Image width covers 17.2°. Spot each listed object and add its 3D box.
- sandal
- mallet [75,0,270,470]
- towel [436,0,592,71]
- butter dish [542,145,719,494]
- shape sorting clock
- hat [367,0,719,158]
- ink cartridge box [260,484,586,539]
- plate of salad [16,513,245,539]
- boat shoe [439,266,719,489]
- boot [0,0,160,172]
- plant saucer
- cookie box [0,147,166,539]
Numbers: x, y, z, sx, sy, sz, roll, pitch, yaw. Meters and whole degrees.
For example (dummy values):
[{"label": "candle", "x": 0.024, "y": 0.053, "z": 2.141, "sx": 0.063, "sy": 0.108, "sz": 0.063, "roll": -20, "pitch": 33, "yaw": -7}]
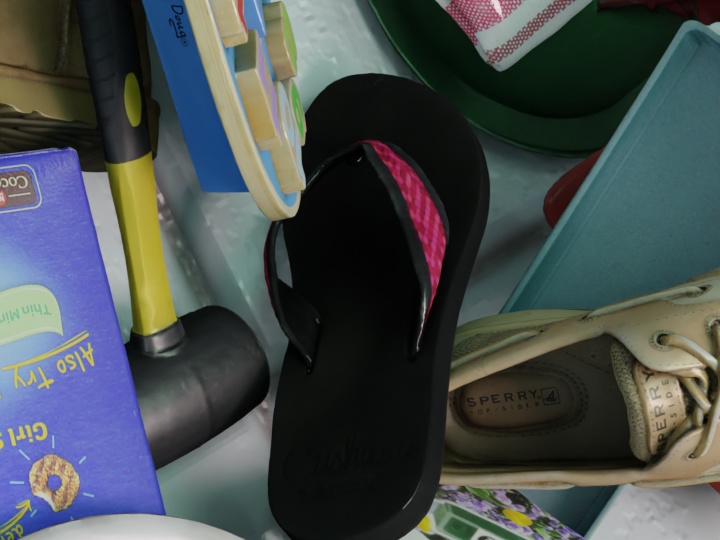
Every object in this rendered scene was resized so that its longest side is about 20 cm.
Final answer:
[{"label": "sandal", "x": 0.000, "y": 0.000, "z": 0.778, "sx": 0.200, "sy": 0.075, "sz": 0.045, "roll": -86, "pitch": 152, "yaw": -42}, {"label": "mallet", "x": -0.064, "y": -0.032, "z": 0.743, "sx": 0.066, "sy": 0.041, "sz": 0.200, "roll": -21, "pitch": 119, "yaw": -41}, {"label": "towel", "x": 0.044, "y": -0.185, "z": 0.820, "sx": 0.146, "sy": 0.030, "sz": 0.200, "roll": -40, "pitch": 107, "yaw": 3}, {"label": "butter dish", "x": 0.177, "y": 0.034, "z": 0.837, "sx": 0.199, "sy": 0.200, "sz": 0.148, "roll": 43, "pitch": 43, "yaw": -19}, {"label": "shape sorting clock", "x": -0.045, "y": -0.114, "z": 0.740, "sx": 0.200, "sy": 0.039, "sz": 0.200, "roll": -11, "pitch": 90, "yaw": -82}, {"label": "hat", "x": 0.124, "y": -0.139, "z": 0.871, "sx": 0.200, "sy": 0.176, "sz": 0.166, "roll": 8, "pitch": 72, "yaw": -34}, {"label": "ink cartridge box", "x": 0.068, "y": 0.139, "z": 0.749, "sx": 0.200, "sy": 0.050, "sz": 0.109, "roll": 33, "pitch": 30, "yaw": 27}, {"label": "plate of salad", "x": -0.052, "y": 0.165, "z": 0.648, "sx": 0.200, "sy": 0.048, "sz": 0.200, "roll": 11, "pitch": 72, "yaw": -35}, {"label": "boat shoe", "x": 0.104, "y": 0.039, "z": 0.756, "sx": 0.065, "sy": 0.200, "sz": 0.071, "roll": -36, "pitch": 109, "yaw": -63}, {"label": "boot", "x": -0.133, "y": -0.142, "z": 0.760, "sx": 0.175, "sy": 0.066, "sz": 0.200, "roll": 14, "pitch": 70, "yaw": -46}, {"label": "plant saucer", "x": 0.088, "y": 0.015, "z": 0.805, "sx": 0.070, "sy": 0.200, "sz": 0.019, "roll": 36, "pitch": 24, "yaw": 12}, {"label": "cookie box", "x": -0.146, "y": 0.078, "z": 0.679, "sx": 0.171, "sy": 0.075, "sz": 0.200, "roll": -10, "pitch": 83, "yaw": -38}]
